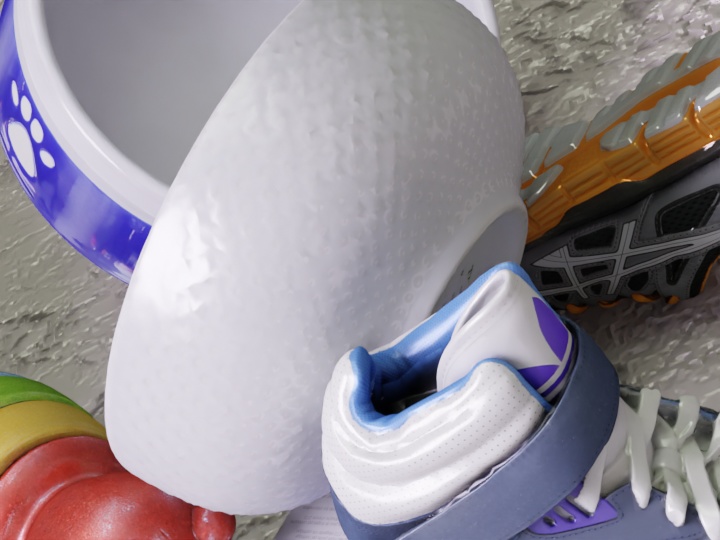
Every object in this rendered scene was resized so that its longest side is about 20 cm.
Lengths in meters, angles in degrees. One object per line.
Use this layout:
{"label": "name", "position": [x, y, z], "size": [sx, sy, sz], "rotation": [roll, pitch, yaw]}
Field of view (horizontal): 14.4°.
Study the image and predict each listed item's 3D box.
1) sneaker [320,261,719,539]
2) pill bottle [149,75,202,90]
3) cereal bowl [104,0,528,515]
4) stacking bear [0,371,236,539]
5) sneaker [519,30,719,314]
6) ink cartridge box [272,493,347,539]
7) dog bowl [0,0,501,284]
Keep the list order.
{"label": "sneaker", "position": [0.086, 0.059, 0.894], "size": [0.200, 0.147, 0.081], "rotation": [-7, 42, 16]}
{"label": "pill bottle", "position": [-0.102, -0.095, 1.304], "size": [0.113, 0.113, 0.200], "rotation": [-26, 34, 9]}
{"label": "cereal bowl", "position": [0.000, 0.000, 0.980], "size": [0.083, 0.200, 0.200], "rotation": [28, 60, 15]}
{"label": "stacking bear", "position": [-0.123, 0.099, 1.071], "size": [0.200, 0.114, 0.121], "rotation": [15, 55, 47]}
{"label": "sneaker", "position": [0.096, -0.017, 1.079], "size": [0.200, 0.077, 0.078], "rotation": [-27, 24, 43]}
{"label": "ink cartridge box", "position": [0.001, 0.122, 1.007], "size": [0.095, 0.037, 0.200], "rotation": [0, 43, 39]}
{"label": "dog bowl", "position": [-0.048, -0.086, 1.166], "size": [0.200, 0.200, 0.079], "rotation": [-57, 2, -32]}
